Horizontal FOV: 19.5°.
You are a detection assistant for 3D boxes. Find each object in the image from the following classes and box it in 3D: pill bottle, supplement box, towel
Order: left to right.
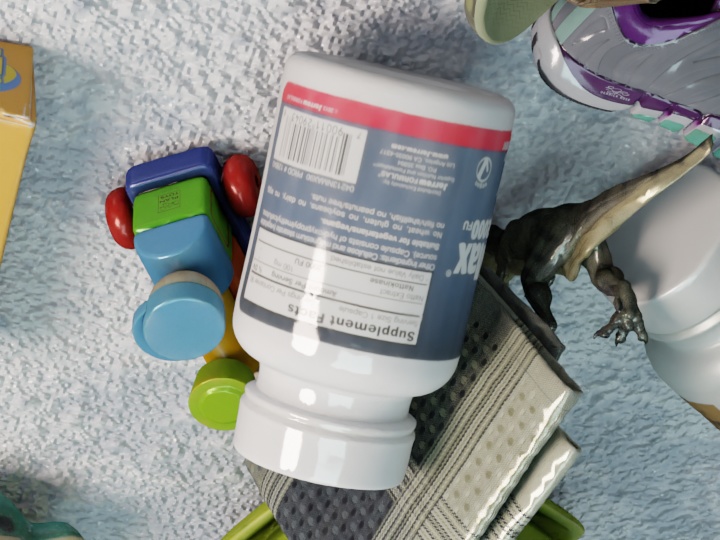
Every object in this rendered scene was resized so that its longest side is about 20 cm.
[{"bbox_3d":[-0.218,-0.028,1.103,0.066,0.069,0.201,10,133,-14],"label":"supplement box"},{"bbox_3d":[0.000,0.000,1.050,0.119,0.120,0.202,11,99,-14],"label":"pill bottle"},{"bbox_3d":[0.027,0.087,1.115,0.034,0.193,0.201,16,114,-37],"label":"towel"},{"bbox_3d":[0.221,0.034,1.156,0.114,0.115,0.200,-34,126,25],"label":"pill bottle"}]

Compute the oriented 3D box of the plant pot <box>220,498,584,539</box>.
[{"bbox_3d":[0.029,0.210,1.262,0.199,0.182,0.199,33,123,-29],"label":"plant pot"}]

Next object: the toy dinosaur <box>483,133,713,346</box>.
[{"bbox_3d":[0.112,-0.001,1.094,0.047,0.089,0.200,11,160,-31],"label":"toy dinosaur"}]

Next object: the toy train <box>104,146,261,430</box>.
[{"bbox_3d":[-0.071,0.042,1.142,0.084,0.116,0.201,-14,132,10],"label":"toy train"}]

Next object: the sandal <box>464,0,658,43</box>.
[{"bbox_3d":[0.131,-0.154,0.927,0.200,0.058,0.080,-29,162,23],"label":"sandal"}]

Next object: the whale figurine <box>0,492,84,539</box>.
[{"bbox_3d":[-0.235,0.185,1.296,0.159,0.104,0.200,-33,151,23],"label":"whale figurine"}]

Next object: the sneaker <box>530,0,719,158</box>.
[{"bbox_3d":[0.188,-0.106,1.039,0.199,0.075,0.088,12,144,-19],"label":"sneaker"}]
